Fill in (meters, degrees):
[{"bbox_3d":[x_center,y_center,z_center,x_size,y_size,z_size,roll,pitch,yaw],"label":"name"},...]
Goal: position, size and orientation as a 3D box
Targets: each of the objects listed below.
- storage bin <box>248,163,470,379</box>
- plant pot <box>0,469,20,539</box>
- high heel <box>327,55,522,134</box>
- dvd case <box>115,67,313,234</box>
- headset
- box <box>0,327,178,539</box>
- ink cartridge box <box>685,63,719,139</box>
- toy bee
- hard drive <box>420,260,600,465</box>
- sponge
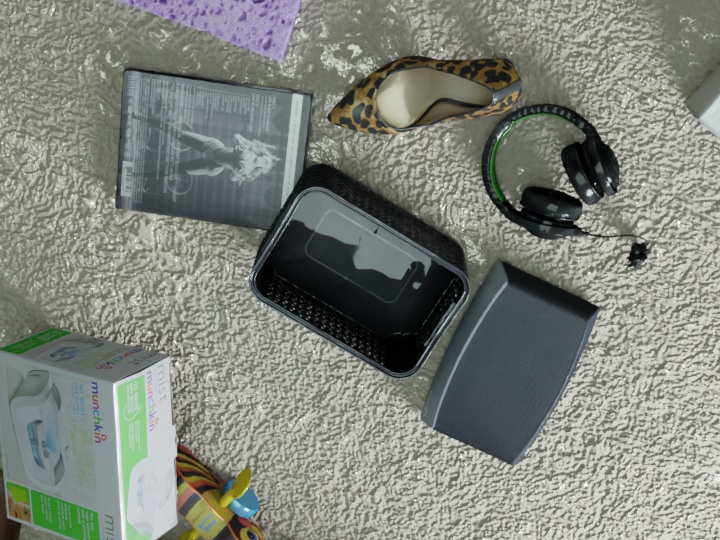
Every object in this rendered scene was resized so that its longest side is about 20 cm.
[{"bbox_3d":[0.000,0.000,1.218,0.199,0.094,0.136,30,107,-9],"label":"storage bin"},{"bbox_3d":[-0.507,0.314,1.318,0.198,0.198,0.202,2,107,5],"label":"plant pot"},{"bbox_3d":[0.056,-0.165,1.144,0.198,0.143,0.072,-13,105,10],"label":"high heel"},{"bbox_3d":[-0.154,-0.124,1.244,0.198,0.016,0.150,8,107,3],"label":"dvd case"},{"bbox_3d":[0.215,-0.080,1.203,0.200,0.094,0.124,45,111,8],"label":"headset"},{"bbox_3d":[-0.292,0.181,1.280,0.175,0.096,0.202,11,110,30],"label":"box"},{"bbox_3d":[0.437,-0.145,1.141,0.200,0.086,0.148,38,107,-5],"label":"ink cartridge box"},{"bbox_3d":[-0.144,0.280,1.317,0.198,0.109,0.132,20,106,0],"label":"toy bee"},{"bbox_3d":[0.157,0.105,1.266,0.134,0.042,0.201,25,108,-1],"label":"hard drive"},{"bbox_3d":[-0.154,-0.296,1.186,0.198,0.030,0.112,20,107,-1],"label":"sponge"}]
